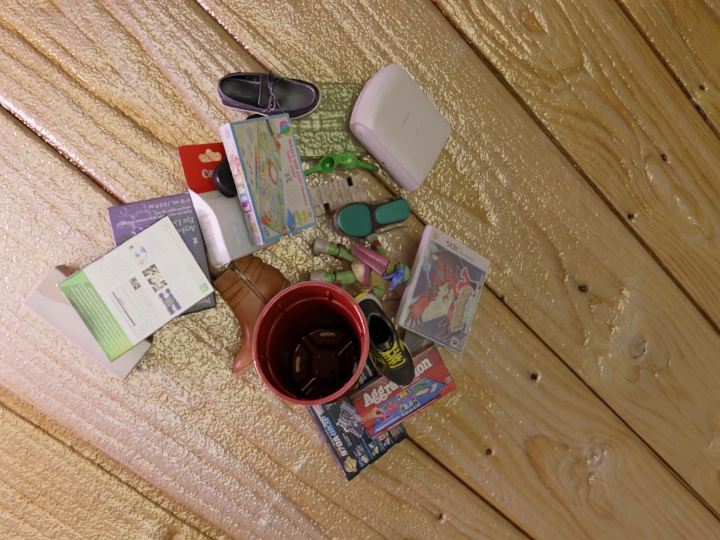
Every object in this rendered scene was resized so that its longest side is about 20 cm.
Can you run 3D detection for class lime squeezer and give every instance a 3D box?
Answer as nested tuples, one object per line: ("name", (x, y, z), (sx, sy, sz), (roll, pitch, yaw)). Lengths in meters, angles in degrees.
("lime squeezer", (-0.049, -0.203, 1.102), (0.194, 0.070, 0.039), (-12, 91, -18))

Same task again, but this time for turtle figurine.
("turtle figurine", (0.000, 0.000, 1.129), (0.187, 0.201, 0.149), (7, 114, 0))

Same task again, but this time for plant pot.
("plant pot", (-0.074, 0.149, 1.022), (0.193, 0.196, 0.208), (-2, 70, 5))

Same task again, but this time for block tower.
("block tower", (-0.080, -0.135, 1.103), (0.195, 0.054, 0.060), (-21, 99, -18))

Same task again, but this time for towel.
("towel", (-0.075, -0.289, 1.106), (0.193, 0.036, 0.154), (-9, 95, -18))

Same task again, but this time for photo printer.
("photo printer", (0.076, -0.285, 1.119), (0.199, 0.069, 0.169), (42, 68, -26))

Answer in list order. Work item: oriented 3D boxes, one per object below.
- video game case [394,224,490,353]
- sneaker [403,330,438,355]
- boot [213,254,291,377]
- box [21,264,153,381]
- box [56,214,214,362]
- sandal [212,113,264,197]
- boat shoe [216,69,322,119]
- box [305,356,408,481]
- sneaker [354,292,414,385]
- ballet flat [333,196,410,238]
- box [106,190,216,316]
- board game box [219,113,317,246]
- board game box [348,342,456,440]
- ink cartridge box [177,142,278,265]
("video game case", (0.168, 0.040, 1.141), (0.179, 0.023, 0.206), (25, 81, -31))
("sneaker", (0.152, 0.094, 1.200), (0.082, 0.073, 0.205), (38, 74, -47))
("boot", (-0.216, 0.076, 1.058), (0.154, 0.073, 0.203), (41, 68, -18))
("box", (-0.451, 0.087, 0.962), (0.200, 0.095, 0.078), (44, 79, -18))
("box", (-0.354, 0.027, 0.914), (0.197, 0.036, 0.147), (-35, 103, -16))
("sandal", (-0.194, -0.209, 1.015), (0.075, 0.047, 0.204), (44, 44, -29))
("boat shoe", (-0.166, -0.319, 1.032), (0.192, 0.062, 0.078), (5, 91, -3))
("box", (-0.011, 0.291, 1.153), (0.156, 0.046, 0.204), (-32, 103, -15))
("sneaker", (0.043, 0.141, 1.049), (0.073, 0.085, 0.203), (-32, 109, 0))
("ballet flat", (0.011, -0.103, 1.114), (0.196, 0.074, 0.070), (-17, 101, -38))
("box", (-0.340, -0.021, 0.990), (0.143, 0.104, 0.207), (-14, 97, -18))
("board game box", (-0.157, -0.161, 0.998), (0.133, 0.034, 0.207), (-23, 102, -44))
("board game box", (0.083, 0.238, 1.127), (0.196, 0.019, 0.105), (-31, 101, -3))
("ink cartridge box", (-0.226, -0.127, 1.004), (0.046, 0.159, 0.207), (-11, 99, 26))
